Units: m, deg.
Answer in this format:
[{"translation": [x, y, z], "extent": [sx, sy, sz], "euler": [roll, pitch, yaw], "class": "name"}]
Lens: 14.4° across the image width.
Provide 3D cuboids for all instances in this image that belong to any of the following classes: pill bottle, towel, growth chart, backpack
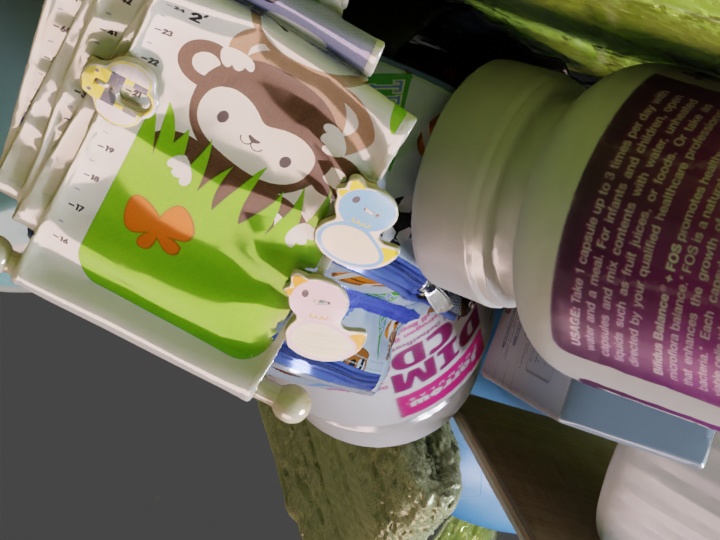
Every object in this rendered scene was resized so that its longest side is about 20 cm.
[{"translation": [0.121, -0.005, 0.934], "extent": [0.200, 0.113, 0.112], "euler": [20, 180, 27], "class": "pill bottle"}, {"translation": [0.000, 0.000, 1.219], "extent": [0.113, 0.114, 0.200], "euler": [20, 162, 14], "class": "pill bottle"}, {"translation": [-0.007, 0.056, 1.381], "extent": [0.036, 0.200, 0.148], "euler": [-4, 150, -25], "class": "towel"}, {"translation": [-0.051, -0.043, 0.911], "extent": [0.144, 0.200, 0.018], "euler": [20, -141, 4], "class": "growth chart"}, {"translation": [-0.038, -0.045, 1.030], "extent": [0.200, 0.154, 0.191], "euler": [19, 171, 13], "class": "backpack"}]

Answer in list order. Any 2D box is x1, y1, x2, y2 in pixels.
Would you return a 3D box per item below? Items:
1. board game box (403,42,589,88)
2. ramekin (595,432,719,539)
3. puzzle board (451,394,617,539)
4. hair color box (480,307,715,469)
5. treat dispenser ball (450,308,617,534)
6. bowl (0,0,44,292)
[{"translation": [0.099, -0.056, 1.178], "extent": [0.120, 0.032, 0.200], "euler": [24, 177, -39], "class": "board game box"}, {"translation": [0.183, 0.061, 1.231], "extent": [0.098, 0.201, 0.200], "euler": [27, -178, 15], "class": "ramekin"}, {"translation": [0.141, 0.128, 1.309], "extent": [0.200, 0.017, 0.151], "euler": [18, -154, -33], "class": "puzzle board"}, {"translation": [0.102, 0.012, 1.110], "extent": [0.061, 0.099, 0.200], "euler": [18, -179, -7], "class": "hair color box"}, {"translation": [0.089, 0.034, 1.449], "extent": [0.200, 0.201, 0.201], "euler": [20, 180, 0], "class": "treat dispenser ball"}, {"translation": [-0.126, -0.053, 1.242], "extent": [0.200, 0.105, 0.201], "euler": [-7, 170, -1], "class": "bowl"}]
